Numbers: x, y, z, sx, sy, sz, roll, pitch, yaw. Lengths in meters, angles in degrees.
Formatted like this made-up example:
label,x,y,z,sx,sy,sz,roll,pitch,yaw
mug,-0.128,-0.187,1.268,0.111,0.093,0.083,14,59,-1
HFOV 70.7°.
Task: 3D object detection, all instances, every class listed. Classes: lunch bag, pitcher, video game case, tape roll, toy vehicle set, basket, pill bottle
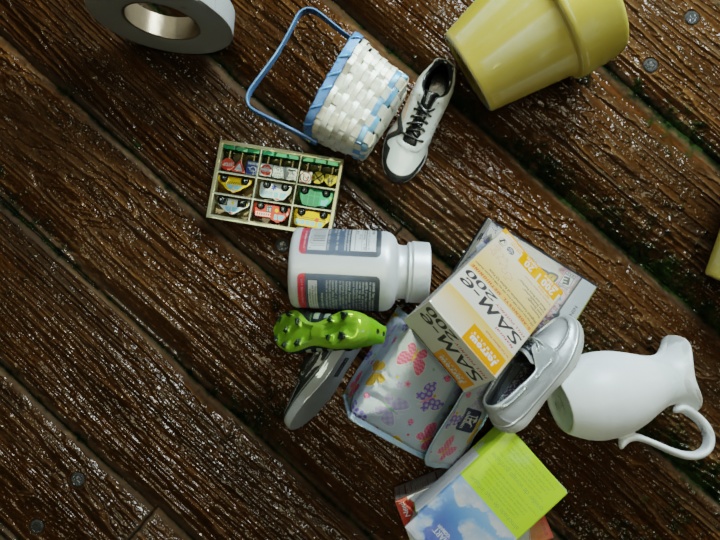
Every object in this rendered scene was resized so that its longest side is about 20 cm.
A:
label,x,y,z,sx,sy,sz,roll,pitch,yaw
lunch bag,0.101,0.178,0.741,0.200,0.127,0.170,34,90,-11
pitcher,0.385,0.194,0.724,0.199,0.121,0.172,-11,66,-5
video game case,0.233,0.047,0.787,0.200,0.026,0.181,32,90,2
tape roll,-0.283,-0.373,0.730,0.202,0.203,0.037,4,88,2
toy vehicle set,-0.133,-0.128,0.804,0.199,0.027,0.125,9,88,2
basket,-0.046,-0.264,0.748,0.200,0.139,0.177,33,89,-6
pill bottle,0.000,0.000,0.750,0.199,0.120,0.120,3,88,2

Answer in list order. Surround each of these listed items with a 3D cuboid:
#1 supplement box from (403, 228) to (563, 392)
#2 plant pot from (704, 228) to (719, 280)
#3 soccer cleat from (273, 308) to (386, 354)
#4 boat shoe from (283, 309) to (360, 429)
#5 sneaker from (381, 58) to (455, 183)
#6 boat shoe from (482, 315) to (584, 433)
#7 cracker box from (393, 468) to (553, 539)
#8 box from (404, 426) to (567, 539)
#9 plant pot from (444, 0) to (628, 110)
label,x,y,z,sx,sy,sz,roll,pitch,yaw
supplement box,0.171,0.048,0.690,0.126,0.074,0.200,48,54,4
plant pot,0.596,-0.049,0.704,0.200,0.201,0.189,24,104,2
soccer cleat,-0.051,0.091,0.725,0.081,0.200,0.068,23,70,-40
boat shoe,-0.060,0.149,0.781,0.057,0.069,0.200,35,90,30
sneaker,0.087,-0.232,0.775,0.074,0.080,0.201,22,91,1
boat shoe,0.240,0.131,0.715,0.200,0.072,0.069,-45,119,-11
cracker box,0.165,0.363,0.765,0.199,0.058,0.134,-23,87,2
box,0.172,0.327,0.713,0.200,0.048,0.122,-42,87,-2
plant pot,0.233,-0.336,0.719,0.189,0.201,0.201,-33,87,17
